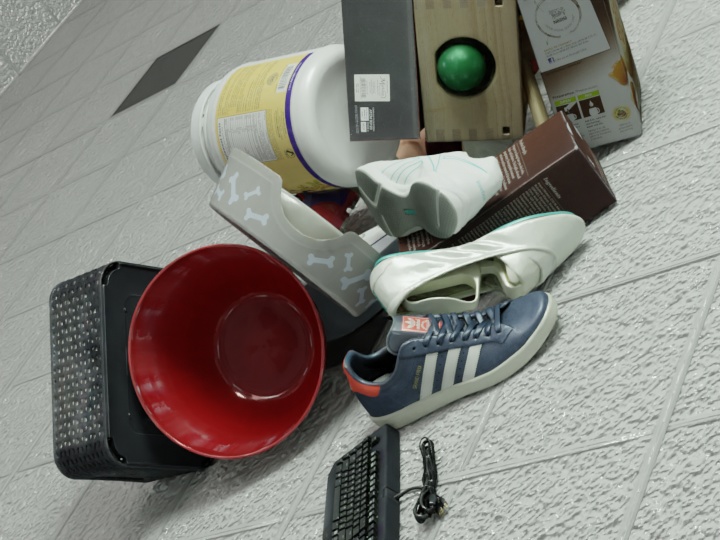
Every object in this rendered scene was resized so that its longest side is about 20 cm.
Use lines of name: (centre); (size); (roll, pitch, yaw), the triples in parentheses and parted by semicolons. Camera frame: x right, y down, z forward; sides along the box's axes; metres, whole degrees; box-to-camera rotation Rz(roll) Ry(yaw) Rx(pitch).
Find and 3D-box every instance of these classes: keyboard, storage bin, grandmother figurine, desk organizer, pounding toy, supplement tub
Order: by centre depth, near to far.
keyboard: (0.016, 0.188, 1.393); (0.127, 0.021, 0.200); (-33, 24, 18)
desk organizer: (0.025, -0.234, 1.681); (0.071, 0.202, 0.077); (-1, 13, 11)
storage bin: (-0.225, 0.103, 1.688); (0.093, 0.135, 0.202); (-17, 71, 44)
pounding toy: (0.134, -0.211, 1.695); (0.141, 0.185, 0.200); (-1, 30, 9)
supplement tub: (-0.070, -0.153, 1.780); (0.199, 0.146, 0.146); (-4, 41, 48)
grandmother figurine: (0.086, -0.141, 1.828); (0.060, 0.122, 0.199); (-13, 16, -37)

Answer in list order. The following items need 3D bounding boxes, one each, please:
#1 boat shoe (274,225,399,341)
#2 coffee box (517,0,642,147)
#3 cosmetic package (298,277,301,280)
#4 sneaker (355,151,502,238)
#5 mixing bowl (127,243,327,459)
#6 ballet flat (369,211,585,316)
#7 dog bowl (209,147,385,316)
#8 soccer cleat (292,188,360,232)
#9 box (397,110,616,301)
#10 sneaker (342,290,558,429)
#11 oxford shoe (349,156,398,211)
boat shoe: (-0.002, -0.004, 1.717); (0.201, 0.075, 0.086); (-36, 22, 5)
coffee box: (0.206, -0.231, 1.624); (0.079, 0.201, 0.115); (-14, 30, 15)
cosmetic package: (-0.131, 0.065, 1.800); (0.199, 0.074, 0.102); (-33, 22, 22)
sneaker: (0.063, -0.074, 1.581); (0.080, 0.071, 0.200); (-32, 21, -22)
mixing bowl: (-0.110, 0.076, 1.632); (0.200, 0.201, 0.108); (-34, -11, 16)
ballet flat: (0.109, 0.004, 1.502); (0.199, 0.070, 0.070); (-14, 23, -3)
dog bowl: (-0.056, -0.031, 1.581); (0.059, 0.200, 0.200); (-53, 23, -4)
soccer cleat: (-0.048, -0.066, 1.853); (0.067, 0.076, 0.200); (-62, 3, 14)
box: (0.133, -0.052, 1.593); (0.200, 0.075, 0.100); (-36, 21, 14)
sneaker: (0.071, 0.061, 1.458); (0.199, 0.085, 0.075); (-32, 23, 20)
oxford shoe: (0.027, -0.098, 1.819); (0.057, 0.076, 0.200); (-4, 28, -34)
